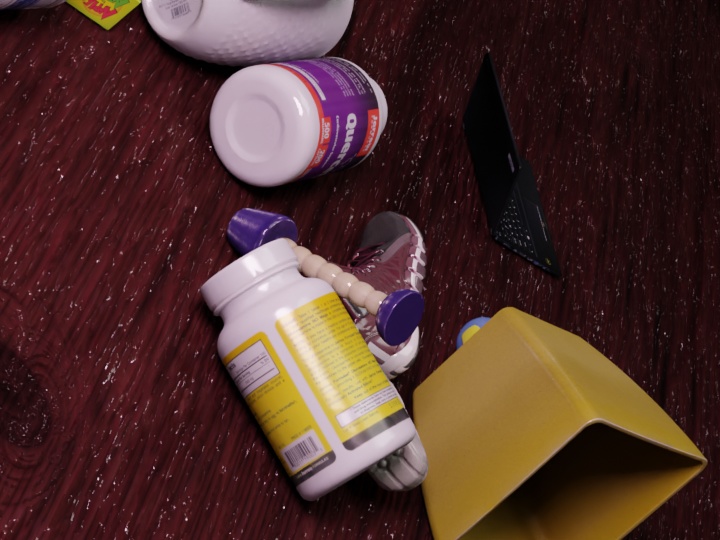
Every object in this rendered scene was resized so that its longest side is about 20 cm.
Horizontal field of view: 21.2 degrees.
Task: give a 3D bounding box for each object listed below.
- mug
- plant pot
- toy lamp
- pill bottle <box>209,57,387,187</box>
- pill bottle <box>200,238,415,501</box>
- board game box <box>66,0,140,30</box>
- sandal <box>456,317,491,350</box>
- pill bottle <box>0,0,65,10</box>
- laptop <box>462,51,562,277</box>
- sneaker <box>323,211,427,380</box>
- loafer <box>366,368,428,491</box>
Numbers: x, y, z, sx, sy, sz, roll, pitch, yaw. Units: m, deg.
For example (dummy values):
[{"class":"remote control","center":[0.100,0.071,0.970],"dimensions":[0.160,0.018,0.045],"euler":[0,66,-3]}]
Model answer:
[{"class":"mug","center":[-0.097,-0.265,1.809],"dimensions":[0.175,0.199,0.149],"euler":[-12,101,-49]},{"class":"plant pot","center":[0.162,0.154,1.793],"dimensions":[0.199,0.200,0.177],"euler":[22,31,-47]},{"class":"toy lamp","center":[-0.036,0.001,1.674],"dimensions":[0.200,0.058,0.058],"euler":[31,13,34]},{"class":"pill bottle","center":[-0.051,-0.145,1.838],"dimensions":[0.113,0.112,0.200],"euler":[59,28,7]},{"class":"pill bottle","center":[-0.048,0.080,1.603],"dimensions":[0.201,0.112,0.112],"euler":[60,28,6]},{"class":"board game box","center":[-0.256,-0.325,1.775],"dimensions":[0.101,0.048,0.201],"euler":[34,35,-36]},{"class":"sandal","center":[0.159,0.093,1.966],"dimensions":[0.200,0.079,0.087],"euler":[37,28,-47]},{"class":"pill bottle","center":[-0.313,-0.265,1.551],"dimensions":[0.111,0.111,0.200],"euler":[59,28,7]},{"class":"laptop","center":[0.186,-0.119,2.196],"dimensions":[0.200,0.103,0.178],"euler":[29,39,-41]},{"class":"sneaker","center":[0.000,0.000,1.809],"dimensions":[0.115,0.076,0.201],"euler":[33,36,-31]},{"class":"loafer","center":[-0.008,0.108,1.697],"dimensions":[0.201,0.070,0.070],"euler":[59,6,12]}]
